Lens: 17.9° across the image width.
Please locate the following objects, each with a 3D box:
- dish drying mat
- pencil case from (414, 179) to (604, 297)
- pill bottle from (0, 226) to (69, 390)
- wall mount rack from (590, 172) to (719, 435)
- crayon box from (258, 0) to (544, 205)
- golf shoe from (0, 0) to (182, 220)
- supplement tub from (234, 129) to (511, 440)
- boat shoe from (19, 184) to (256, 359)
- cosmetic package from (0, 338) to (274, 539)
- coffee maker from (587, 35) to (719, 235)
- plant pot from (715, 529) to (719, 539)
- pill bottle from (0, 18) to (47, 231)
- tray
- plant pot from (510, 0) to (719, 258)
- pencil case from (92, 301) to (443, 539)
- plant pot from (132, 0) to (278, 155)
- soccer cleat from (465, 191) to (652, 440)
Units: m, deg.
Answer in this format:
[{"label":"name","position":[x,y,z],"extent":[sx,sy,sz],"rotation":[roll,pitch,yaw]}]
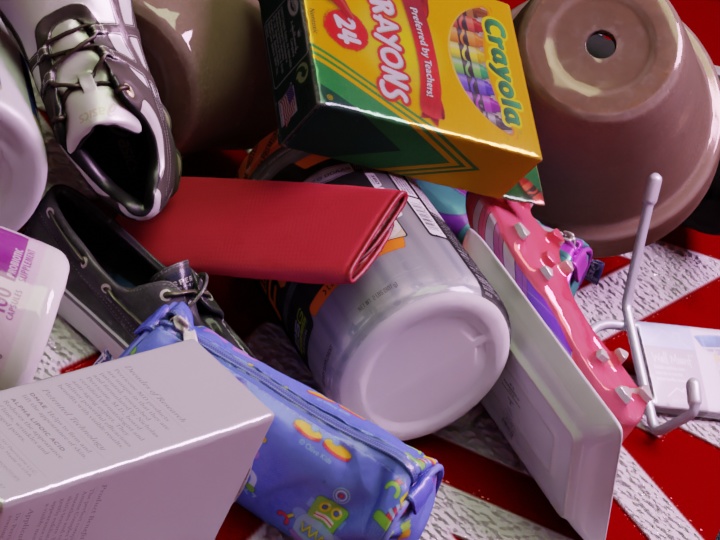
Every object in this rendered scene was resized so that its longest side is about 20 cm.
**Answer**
[{"label":"dish drying mat","position":[-0.068,-0.024,1.380],"extent":[0.199,0.018,0.077],"rotation":[5,47,36]},{"label":"pencil case","position":[0.063,-0.029,1.560],"extent":[0.199,0.093,0.085],"rotation":[32,29,13]},{"label":"pill bottle","position":[-0.263,0.008,1.202],"extent":[0.199,0.113,0.112],"rotation":[21,28,-11]},{"label":"wall mount rack","position":[0.245,0.032,1.580],"extent":[0.199,0.075,0.175],"rotation":[7,61,-32]},{"label":"crayon box","position":[0.037,-0.121,1.435],"extent":[0.199,0.051,0.128],"rotation":[12,53,-32]},{"label":"golf shoe","position":[-0.159,-0.121,1.350],"extent":[0.201,0.077,0.095],"rotation":[62,2,-17]},{"label":"supplement tub","position":[0.000,0.000,1.425],"extent":[0.122,0.123,0.200],"rotation":[5,34,-34]},{"label":"boat shoe","position":[-0.121,0.018,1.351],"extent":[0.200,0.066,0.070],"rotation":[38,30,21]},{"label":"cosmetic package","position":[-0.144,0.108,1.145],"extent":[0.074,0.102,0.200],"rotation":[40,30,23]},{"label":"coffee maker","position":[0.209,-0.113,1.756],"extent":[0.199,0.135,0.192],"rotation":[15,14,-5]},{"label":"plant pot","position":[0.271,0.210,1.245],"extent":[0.199,0.201,0.196],"rotation":[24,21,-5]},{"label":"pill bottle","position":[-0.260,-0.110,1.393],"extent":[0.119,0.120,0.200],"rotation":[13,31,-23]},{"label":"tray","position":[0.100,0.074,1.415],"extent":[0.022,0.108,0.200],"rotation":[-15,44,-19]},{"label":"plant pot","position":[0.165,-0.127,1.601],"extent":[0.200,0.201,0.175],"rotation":[32,-14,10]},{"label":"pencil case","position":[-0.050,0.091,1.264],"extent":[0.199,0.087,0.078],"rotation":[32,49,7]},{"label":"plant pot","position":[-0.119,-0.151,1.497],"extent":[0.200,0.201,0.175],"rotation":[30,34,7]},{"label":"soccer cleat","position":[0.110,0.031,1.463],"extent":[0.067,0.076,0.201],"rotation":[8,46,-57]}]
